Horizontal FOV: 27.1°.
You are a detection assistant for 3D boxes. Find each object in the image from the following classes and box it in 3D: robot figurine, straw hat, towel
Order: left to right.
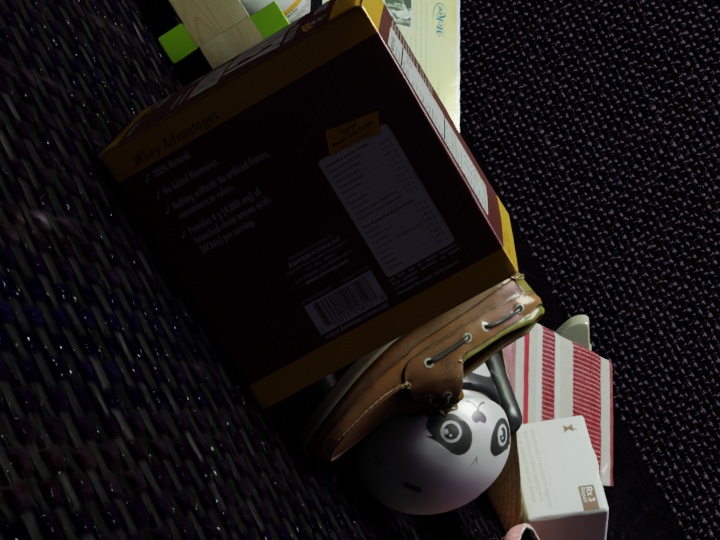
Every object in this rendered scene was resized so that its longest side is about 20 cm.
[{"bbox_3d":[0.037,0.087,1.134,0.125,0.150,0.200,67,1,-55],"label":"robot figurine"},{"bbox_3d":[0.078,0.139,1.268,0.201,0.085,0.201,175,-90,-88],"label":"straw hat"},{"bbox_3d":[0.184,0.128,1.473,0.200,0.023,0.144,25,60,-40],"label":"towel"}]

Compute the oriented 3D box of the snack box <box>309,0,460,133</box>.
[{"bbox_3d":[0.017,-0.137,1.143,0.037,0.116,0.200,126,-29,-57],"label":"snack box"}]

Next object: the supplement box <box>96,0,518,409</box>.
[{"bbox_3d":[-0.030,-0.054,1.001,0.200,0.197,0.133,59,11,-14],"label":"supplement box"}]

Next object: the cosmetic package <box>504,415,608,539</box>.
[{"bbox_3d":[0.166,0.227,1.295,0.200,0.074,0.102,82,-1,-46],"label":"cosmetic package"}]

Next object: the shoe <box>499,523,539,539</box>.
[{"bbox_3d":[0.116,0.250,1.170,0.072,0.091,0.200,65,12,19],"label":"shoe"}]

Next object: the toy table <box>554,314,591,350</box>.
[{"bbox_3d":[0.193,0.131,1.622,0.200,0.117,0.184,-81,166,-50],"label":"toy table"}]

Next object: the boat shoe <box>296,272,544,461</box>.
[{"bbox_3d":[0.045,0.068,1.031,0.068,0.200,0.072,45,-13,10],"label":"boat shoe"}]

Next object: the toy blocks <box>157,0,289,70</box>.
[{"bbox_3d":[-0.115,-0.199,1.301,0.200,0.100,0.137,57,0,-2],"label":"toy blocks"}]

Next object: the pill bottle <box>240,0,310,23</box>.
[{"bbox_3d":[-0.089,-0.290,1.550,0.200,0.113,0.113,39,24,-62],"label":"pill bottle"}]
